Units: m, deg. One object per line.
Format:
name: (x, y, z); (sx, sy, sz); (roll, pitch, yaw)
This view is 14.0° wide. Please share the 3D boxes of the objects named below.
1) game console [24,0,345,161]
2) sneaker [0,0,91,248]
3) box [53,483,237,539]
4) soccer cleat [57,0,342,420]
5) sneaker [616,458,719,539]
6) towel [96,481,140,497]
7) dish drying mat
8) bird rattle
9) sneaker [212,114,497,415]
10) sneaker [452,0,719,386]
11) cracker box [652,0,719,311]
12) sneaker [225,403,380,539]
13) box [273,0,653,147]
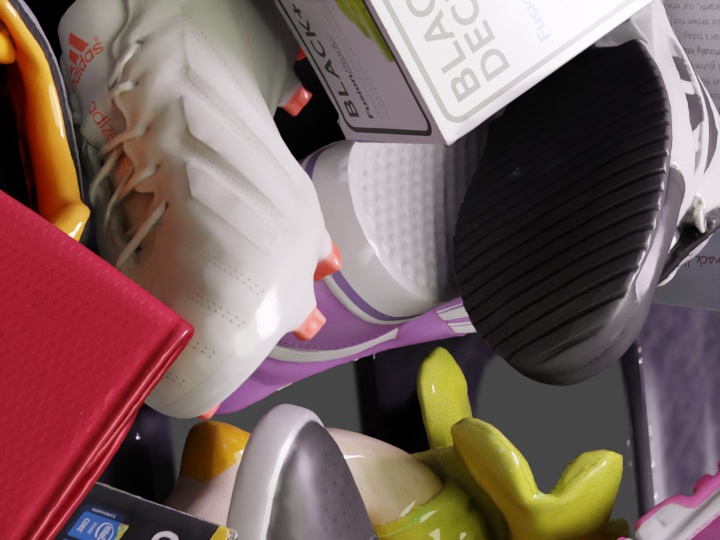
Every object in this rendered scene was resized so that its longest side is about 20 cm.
game console: (-0.044, -0.117, 0.890); (0.200, 0.031, 0.177); (9, 95, -41)
sneaker: (-0.121, -0.071, 0.770); (0.078, 0.077, 0.200); (-25, 88, -31)
box: (-0.094, 0.174, 0.734); (0.200, 0.049, 0.160); (-53, 153, -46)
soccer cleat: (-0.051, -0.035, 0.784); (0.078, 0.069, 0.200); (42, 24, -25)
sneaker: (0.133, 0.096, 0.883); (0.200, 0.088, 0.081); (-56, 149, 9)
towel: (-0.118, 0.141, 0.787); (0.171, 0.048, 0.200); (46, 63, -70)
dish drying mat: (-0.141, -0.009, 0.721); (0.077, 0.200, 0.018); (-54, 166, -11)
bird rattle: (-0.007, 0.122, 0.928); (0.163, 0.113, 0.200); (16, 98, -30)
sneaker: (0.000, -0.001, 0.910); (0.200, 0.114, 0.073); (1, 64, -60)
sneaker: (0.079, -0.023, 0.864); (0.089, 0.074, 0.200); (51, 27, -27)
cracker box: (0.117, -0.087, 0.960); (0.058, 0.134, 0.201); (-24, 111, -38)
sneaker: (0.022, 0.130, 0.832); (0.071, 0.099, 0.201); (-42, 128, -56)
box: (0.059, -0.133, 0.804); (0.200, 0.060, 0.117); (-34, 108, -20)
